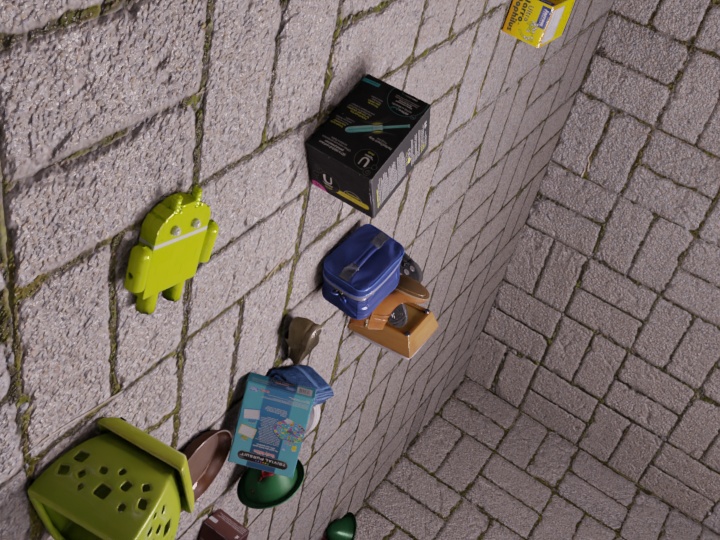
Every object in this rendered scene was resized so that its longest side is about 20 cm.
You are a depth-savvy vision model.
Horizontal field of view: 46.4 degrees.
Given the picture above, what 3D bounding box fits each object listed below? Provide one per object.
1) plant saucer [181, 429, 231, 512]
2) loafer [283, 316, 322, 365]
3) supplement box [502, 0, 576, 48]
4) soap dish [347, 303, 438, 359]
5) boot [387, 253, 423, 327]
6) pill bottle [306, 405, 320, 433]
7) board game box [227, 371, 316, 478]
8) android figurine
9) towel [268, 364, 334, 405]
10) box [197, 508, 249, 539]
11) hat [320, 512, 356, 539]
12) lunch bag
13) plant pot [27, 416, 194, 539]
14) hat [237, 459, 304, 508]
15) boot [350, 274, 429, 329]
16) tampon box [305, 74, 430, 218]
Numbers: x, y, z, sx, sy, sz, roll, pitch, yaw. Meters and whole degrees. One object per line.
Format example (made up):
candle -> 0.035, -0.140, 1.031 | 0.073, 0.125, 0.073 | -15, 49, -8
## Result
plant saucer -> -0.345, 0.414, 1.759 | 0.201, 0.034, 0.201 | -51, 159, -28
loafer -> -0.133, 0.151, 1.882 | 0.076, 0.067, 0.200 | -45, 172, -29
supplement box -> 0.463, -0.661, 2.160 | 0.200, 0.109, 0.110 | -37, 151, -51
soap dish -> 0.089, 0.138, 2.242 | 0.157, 0.198, 0.082 | -41, 146, -42
boot -> 0.110, 0.048, 2.235 | 0.065, 0.166, 0.199 | -31, 178, 30
pill bottle -> -0.180, 0.343, 1.964 | 0.114, 0.112, 0.200 | -63, 162, 10
board game box -> -0.192, 0.335, 1.819 | 0.047, 0.149, 0.203 | -83, -171, -71
android figurine -> -0.280, -0.032, 1.249 | 0.182, 0.041, 0.202 | -29, 146, -57
towel -> -0.136, 0.267, 1.967 | 0.049, 0.112, 0.200 | -49, 164, 11
box -> -0.355, 0.700, 2.066 | 0.075, 0.099, 0.202 | -29, 145, -57
hat -> -0.126, 1.009, 3.273 | 0.167, 0.174, 0.200 | -61, -159, 8
lunch bag -> 0.000, 0.000, 1.888 | 0.200, 0.135, 0.133 | -46, 157, -34
plant pot -> -0.381, 0.366, 1.349 | 0.182, 0.197, 0.201 | -55, 162, -35
hat -> -0.229, 0.444, 1.997 | 0.167, 0.197, 0.178 | -94, 167, -55
boot -> 0.069, 0.088, 2.117 | 0.074, 0.197, 0.157 | -58, 161, -57
tampon box -> 0.018, -0.231, 1.561 | 0.201, 0.149, 0.127 | -52, 160, -23
